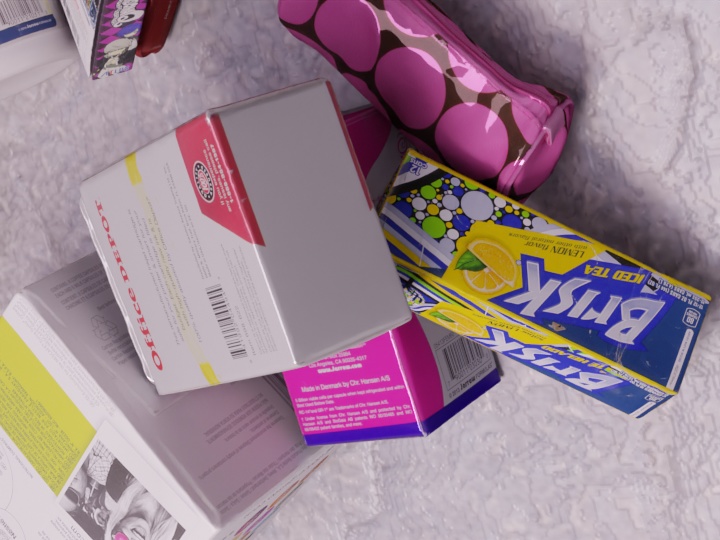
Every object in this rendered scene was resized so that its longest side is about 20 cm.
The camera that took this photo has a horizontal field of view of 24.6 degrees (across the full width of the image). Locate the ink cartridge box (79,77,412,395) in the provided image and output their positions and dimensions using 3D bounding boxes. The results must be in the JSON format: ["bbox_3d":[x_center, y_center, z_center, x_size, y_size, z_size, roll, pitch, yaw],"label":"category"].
[{"bbox_3d":[-0.074,-0.015,0.963,0.200,0.083,0.146,-15,96,59],"label":"ink cartridge box"}]

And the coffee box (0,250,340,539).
[{"bbox_3d":[-0.150,0.111,1.141,0.200,0.200,0.198,48,127,8],"label":"coffee box"}]

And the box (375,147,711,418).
[{"bbox_3d":[0.098,0.010,0.969,0.199,0.070,0.064,25,159,-2],"label":"box"}]

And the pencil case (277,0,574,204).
[{"bbox_3d":[0.041,-0.127,0.995,0.200,0.091,0.094,41,138,10],"label":"pencil case"}]

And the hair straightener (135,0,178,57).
[{"bbox_3d":[-0.142,-0.246,1.100,0.077,0.041,0.200,32,123,19],"label":"hair straightener"}]

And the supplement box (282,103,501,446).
[{"bbox_3d":[0.000,0.000,1.063,0.103,0.101,0.201,-9,102,37],"label":"supplement box"}]

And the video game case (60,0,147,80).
[{"bbox_3d":[-0.181,-0.249,1.044,0.181,0.036,0.201,123,129,-66],"label":"video game case"}]

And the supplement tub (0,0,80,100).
[{"bbox_3d":[-0.292,-0.216,1.145,0.145,0.145,0.201,-21,95,37],"label":"supplement tub"}]
